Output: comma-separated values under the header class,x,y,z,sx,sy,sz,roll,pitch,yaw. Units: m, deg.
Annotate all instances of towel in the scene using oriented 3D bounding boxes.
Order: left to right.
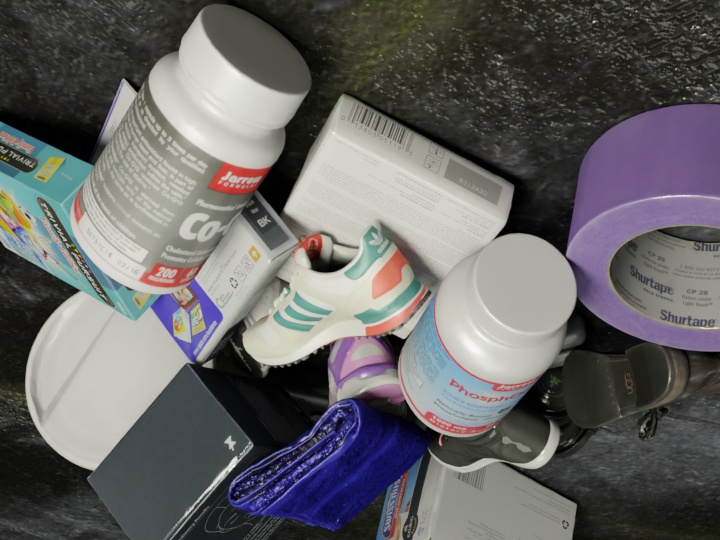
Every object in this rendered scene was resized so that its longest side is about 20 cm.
class,x,y,z,sx,sy,sz,roll,pitch,yaw
towel,-0.019,0.186,1.132,0.147,0.050,0.200,-37,157,10

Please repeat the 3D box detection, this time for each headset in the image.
class,x,y,z,sx,sy,sz,roll,pitch,yaw
headset,0.203,0.125,1.219,0.198,0.095,0.124,15,152,32

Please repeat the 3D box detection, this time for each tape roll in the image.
class,x,y,z,sx,sy,sz,roll,pitch,yaw
tape roll,0.258,-0.027,0.926,0.196,0.086,0.201,12,149,7

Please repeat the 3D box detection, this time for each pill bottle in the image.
class,x,y,z,sx,sy,sz,roll,pitch,yaw
pill bottle,-0.127,-0.089,0.920,0.113,0.115,0.201,28,122,-19
pill bottle,0.102,0.053,0.989,0.107,0.110,0.201,18,152,-3

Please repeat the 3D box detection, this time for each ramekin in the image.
class,x,y,z,sx,sy,sz,roll,pitch,yaw
ramekin,-0.240,0.118,1.278,0.199,0.206,0.094,10,160,10

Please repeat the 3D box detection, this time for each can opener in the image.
class,x,y,z,sx,sy,sz,roll,pitch,yaw
can opener,0.122,0.072,1.171,0.197,0.067,0.053,-11,142,23

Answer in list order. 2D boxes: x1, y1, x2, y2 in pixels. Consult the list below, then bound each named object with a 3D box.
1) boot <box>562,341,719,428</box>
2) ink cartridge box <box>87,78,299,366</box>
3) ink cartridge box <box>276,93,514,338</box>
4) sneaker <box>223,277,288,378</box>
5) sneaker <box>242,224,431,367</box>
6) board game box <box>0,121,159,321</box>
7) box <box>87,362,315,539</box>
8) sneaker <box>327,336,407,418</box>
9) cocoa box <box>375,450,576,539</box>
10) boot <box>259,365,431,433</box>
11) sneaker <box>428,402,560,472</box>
class,x,y,z,sx,sy,sz,roll,pitch,yaw
boot,0.290,0.097,1.086,0.171,0.071,0.199,-1,172,-24
ink cartridge box,-0.161,-0.041,1.077,0.201,0.043,0.198,50,140,8
ink cartridge box,0.015,-0.038,1.029,0.159,0.051,0.200,26,143,-8
sneaker,-0.117,0.004,1.171,0.073,0.080,0.202,19,140,41
sneaker,-0.037,0.015,1.037,0.198,0.070,0.094,-18,112,40
board game box,-0.276,-0.052,1.082,0.198,0.047,0.152,25,152,35
box,-0.134,0.189,1.171,0.107,0.149,0.200,45,-172,24
sneaker,0.000,0.104,1.181,0.079,0.090,0.201,-14,161,-11
cocoa box,0.135,0.310,1.450,0.198,0.135,0.131,29,147,-20
boot,-0.017,0.128,1.316,0.197,0.066,0.166,17,147,8
sneaker,0.099,0.144,1.187,0.099,0.071,0.199,34,159,-20
